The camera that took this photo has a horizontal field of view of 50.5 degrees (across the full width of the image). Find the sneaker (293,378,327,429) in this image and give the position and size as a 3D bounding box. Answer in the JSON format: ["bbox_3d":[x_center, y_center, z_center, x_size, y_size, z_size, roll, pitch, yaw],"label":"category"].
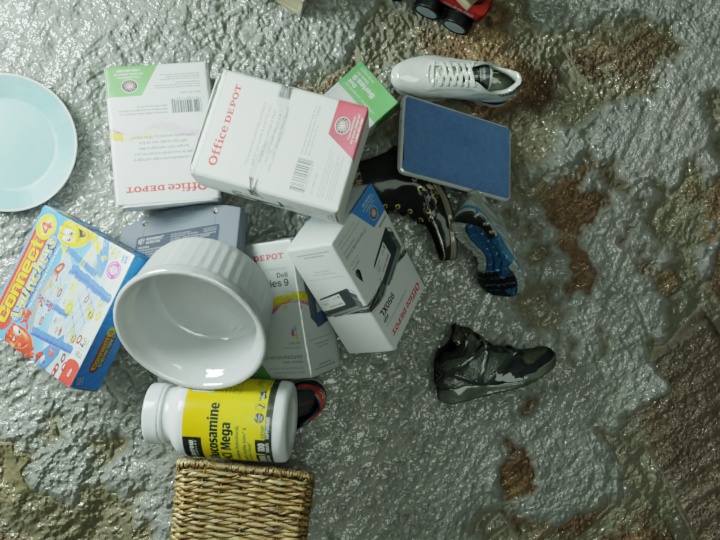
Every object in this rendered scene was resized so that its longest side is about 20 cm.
[{"bbox_3d":[-0.143,0.225,1.155,0.200,0.085,0.075,-29,96,-5],"label":"sneaker"}]

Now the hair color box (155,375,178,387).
[{"bbox_3d":[-0.255,0.119,1.146,0.100,0.061,0.200,-3,93,-7],"label":"hair color box"}]

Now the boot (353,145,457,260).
[{"bbox_3d":[0.058,-0.095,1.173,0.150,0.073,0.200,-17,91,-8],"label":"boot"}]

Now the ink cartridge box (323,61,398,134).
[{"bbox_3d":[-0.052,-0.195,1.116,0.200,0.146,0.084,-43,95,-4],"label":"ink cartridge box"}]

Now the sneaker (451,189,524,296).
[{"bbox_3d":[0.208,-0.043,1.183,0.075,0.087,0.200,-9,132,28],"label":"sneaker"}]

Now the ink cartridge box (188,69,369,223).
[{"bbox_3d":[-0.103,-0.159,0.995,0.200,0.085,0.146,16,83,4],"label":"ink cartridge box"}]

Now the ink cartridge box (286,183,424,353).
[{"bbox_3d":[0.000,0.000,1.099,0.200,0.084,0.145,60,40,-29],"label":"ink cartridge box"}]

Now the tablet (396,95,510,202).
[{"bbox_3d":[0.147,-0.185,1.170,0.200,0.014,0.130,12,72,-25],"label":"tablet"}]

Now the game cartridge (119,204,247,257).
[{"bbox_3d":[-0.258,-0.028,1.097,0.200,0.041,0.133,-8,65,17],"label":"game cartridge"}]

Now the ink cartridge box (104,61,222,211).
[{"bbox_3d":[-0.283,-0.191,1.110,0.145,0.084,0.200,-6,88,-8],"label":"ink cartridge box"}]

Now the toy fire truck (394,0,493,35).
[{"bbox_3d":[0.118,-0.425,1.102,0.176,0.200,0.129,25,89,-8],"label":"toy fire truck"}]

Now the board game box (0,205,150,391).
[{"bbox_3d":[-0.407,0.036,1.074,0.196,0.056,0.200,25,89,27],"label":"board game box"}]

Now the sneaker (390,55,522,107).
[{"bbox_3d":[0.147,-0.298,1.173,0.200,0.081,0.076,2,94,-6],"label":"sneaker"}]

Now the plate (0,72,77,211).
[{"bbox_3d":[-0.515,-0.186,1.115,0.200,0.026,0.200,0,93,-7],"label":"plate"}]

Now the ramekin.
[{"bbox_3d":[-0.211,0.053,1.005,0.200,0.098,0.201,4,127,6],"label":"ramekin"}]

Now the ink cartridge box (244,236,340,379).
[{"bbox_3d":[-0.122,0.054,1.119,0.145,0.087,0.200,-6,93,30],"label":"ink cartridge box"}]

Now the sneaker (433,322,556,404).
[{"bbox_3d":[0.208,0.132,1.203,0.199,0.076,0.114,-13,101,-2],"label":"sneaker"}]

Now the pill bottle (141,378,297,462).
[{"bbox_3d":[-0.194,0.205,1.064,0.200,0.112,0.113,2,92,5],"label":"pill bottle"}]

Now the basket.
[{"bbox_3d":[-0.169,0.333,1.125,0.200,0.143,0.149,6,95,-3],"label":"basket"}]

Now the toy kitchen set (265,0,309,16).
[{"bbox_3d":[-0.127,-0.506,1.083,0.200,0.163,0.181,30,88,-8],"label":"toy kitchen set"}]
